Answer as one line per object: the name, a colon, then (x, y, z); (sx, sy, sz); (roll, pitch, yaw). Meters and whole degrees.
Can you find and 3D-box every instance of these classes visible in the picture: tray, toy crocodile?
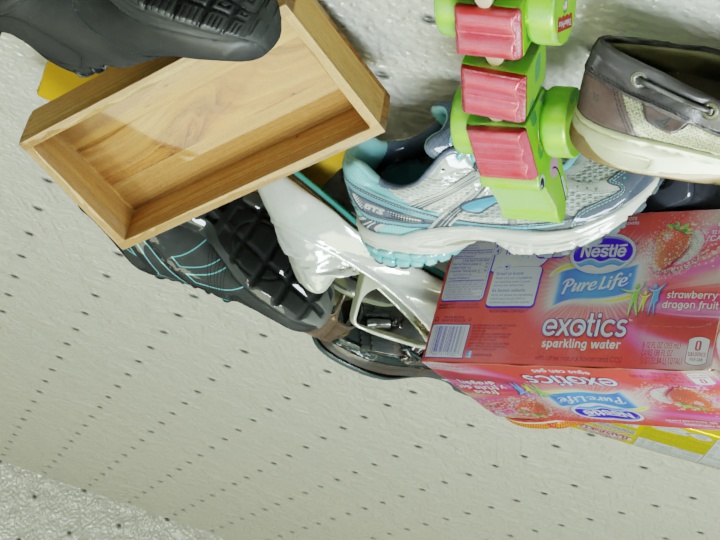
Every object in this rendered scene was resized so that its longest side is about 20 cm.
tray: (-0.092, -0.089, 0.874); (0.199, 0.037, 0.099); (-21, 128, 28)
toy crocodile: (0.073, -0.097, 0.762); (0.067, 0.062, 0.201); (9, 139, 23)

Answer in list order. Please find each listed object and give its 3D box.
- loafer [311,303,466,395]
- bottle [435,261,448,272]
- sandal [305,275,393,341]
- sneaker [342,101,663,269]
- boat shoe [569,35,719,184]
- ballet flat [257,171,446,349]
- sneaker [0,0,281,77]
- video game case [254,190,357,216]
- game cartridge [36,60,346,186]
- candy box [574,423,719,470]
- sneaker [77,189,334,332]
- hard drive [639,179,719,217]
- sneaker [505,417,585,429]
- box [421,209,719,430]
loafer: (0.059, 0.056, 1.255); (0.198, 0.072, 0.063); (16, 142, -16)
bottle: (0.094, 0.036, 1.131); (0.083, 0.065, 0.200); (39, 170, 27)
sandal: (-0.027, 0.025, 1.114); (0.079, 0.058, 0.201); (18, 169, -21)
sneaker: (0.078, -0.057, 0.868); (0.198, 0.078, 0.087); (-12, 128, 24)
boat shoe: (0.204, -0.078, 0.733); (0.198, 0.073, 0.065); (3, 126, 2)
ballet flat: (0.000, 0.000, 0.973); (0.199, 0.070, 0.069); (33, 157, -16)
sneaker: (-0.131, -0.144, 0.805); (0.199, 0.076, 0.091); (20, 141, 19)
video game case: (-0.034, -0.019, 1.115); (0.180, 0.024, 0.200); (12, 170, 7)
game cartridge: (-0.100, -0.112, 0.952); (0.199, 0.033, 0.176); (22, 162, -13)
candy box: (0.276, 0.141, 1.338); (0.198, 0.027, 0.102); (16, 163, 6)
sneaker: (-0.106, -0.023, 1.005); (0.199, 0.076, 0.079); (38, 137, -7)
hard drive: (0.205, -0.017, 0.939); (0.134, 0.043, 0.200); (22, 160, -12)
sneaker: (0.195, 0.080, 1.087); (0.198, 0.074, 0.077); (-16, 145, 19)
box: (0.150, 0.030, 0.899); (0.199, 0.103, 0.095); (-2, 153, 40)
